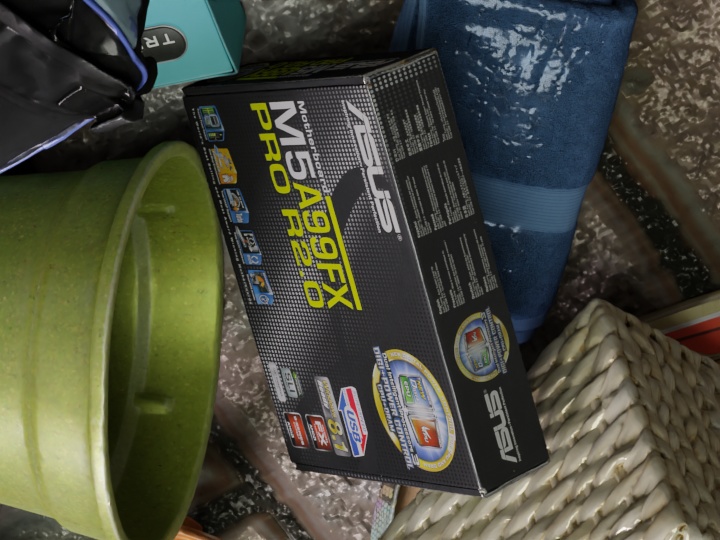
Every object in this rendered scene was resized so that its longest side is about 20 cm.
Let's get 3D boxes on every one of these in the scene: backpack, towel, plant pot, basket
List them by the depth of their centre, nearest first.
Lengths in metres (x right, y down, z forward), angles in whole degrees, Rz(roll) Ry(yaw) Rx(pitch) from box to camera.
[{"bbox_3d":[-0.201,-0.141,1.149,0.183,0.147,0.200,-24,134,26],"label":"backpack"},{"bbox_3d":[0.130,0.155,1.277,0.161,0.198,0.200,31,113,-25],"label":"basket"},{"bbox_3d":[0.058,-0.055,1.311,0.111,0.049,0.201,14,120,-1],"label":"towel"},{"bbox_3d":[-0.179,0.031,1.315,0.183,0.201,0.201,5,120,11],"label":"plant pot"}]

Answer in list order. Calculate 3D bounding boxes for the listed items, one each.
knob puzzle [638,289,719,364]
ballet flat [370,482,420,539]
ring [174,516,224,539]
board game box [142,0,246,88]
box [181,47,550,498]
[{"bbox_3d":[0.241,0.081,1.373,0.219,0.030,0.220,3,119,6],"label":"knob puzzle"},{"bbox_3d":[0.041,0.126,1.401,0.069,0.071,0.201,4,120,0],"label":"ballet flat"},{"bbox_3d":[-0.022,0.179,1.401,0.200,0.019,0.201,29,163,10],"label":"ring"},{"bbox_3d":[-0.155,-0.167,1.255,0.150,0.047,0.200,-10,130,14],"label":"board game box"},{"bbox_3d":[0.000,0.000,1.275,0.160,0.044,0.201,4,113,56],"label":"box"}]
